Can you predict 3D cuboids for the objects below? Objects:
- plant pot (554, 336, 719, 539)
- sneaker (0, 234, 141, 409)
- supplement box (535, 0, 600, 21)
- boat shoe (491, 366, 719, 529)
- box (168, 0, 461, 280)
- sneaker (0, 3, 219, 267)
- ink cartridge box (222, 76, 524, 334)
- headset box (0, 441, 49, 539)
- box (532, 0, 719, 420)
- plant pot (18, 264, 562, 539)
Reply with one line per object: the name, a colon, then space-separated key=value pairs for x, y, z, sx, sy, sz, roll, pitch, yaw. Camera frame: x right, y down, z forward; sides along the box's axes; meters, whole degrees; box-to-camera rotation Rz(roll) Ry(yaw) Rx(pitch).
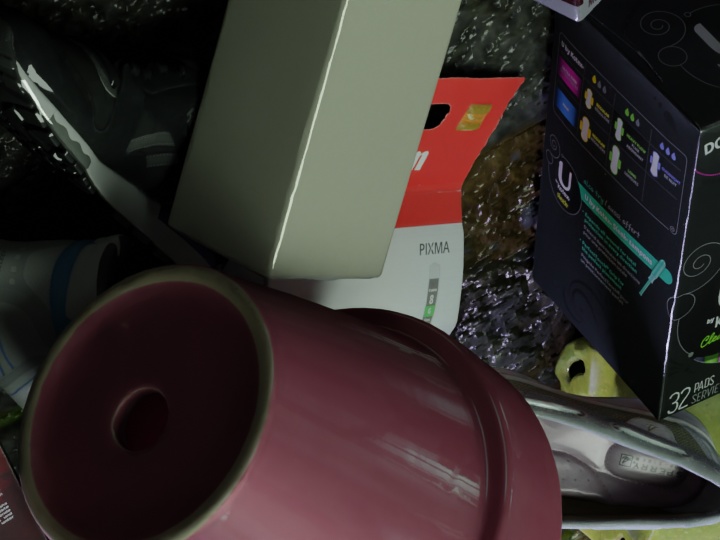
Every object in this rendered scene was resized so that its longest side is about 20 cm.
plant pot: x=0.211 y=0.086 z=1.486 sx=0.183 sy=0.201 sz=0.201 roll=-9 pitch=135 yaw=-16
sneaker: x=-0.143 y=0.033 z=1.231 sx=0.086 sy=0.075 sz=0.200 roll=11 pitch=152 yaw=6
supplement box: x=0.100 y=-0.218 z=1.144 sx=0.109 sy=0.061 sz=0.201 roll=-44 pitch=147 yaw=-27
boat shoe: x=0.090 y=0.096 z=1.348 sx=0.201 sy=0.065 sz=0.075 roll=9 pitch=106 yaw=-15
box: x=-0.010 y=-0.100 z=1.140 sx=0.082 sy=0.068 sz=0.201 roll=1 pitch=111 yaw=-51
sneaker: x=-0.101 y=-0.075 z=1.157 sx=0.088 sy=0.076 sz=0.200 roll=-52 pitch=147 yaw=-7
ink cartridge box: x=0.000 y=0.000 z=1.296 sx=0.161 sy=0.050 sz=0.200 roll=-6 pitch=135 yaw=-52
headset box: x=-0.202 y=0.059 z=1.130 sx=0.075 sy=0.149 sz=0.200 roll=-30 pitch=143 yaw=-11
box: x=0.183 y=-0.054 z=1.350 sx=0.148 sy=0.124 sz=0.201 roll=-22 pitch=139 yaw=-23
plant pot: x=-0.041 y=0.091 z=1.133 sx=0.200 sy=0.200 sz=0.179 roll=-44 pitch=140 yaw=7
